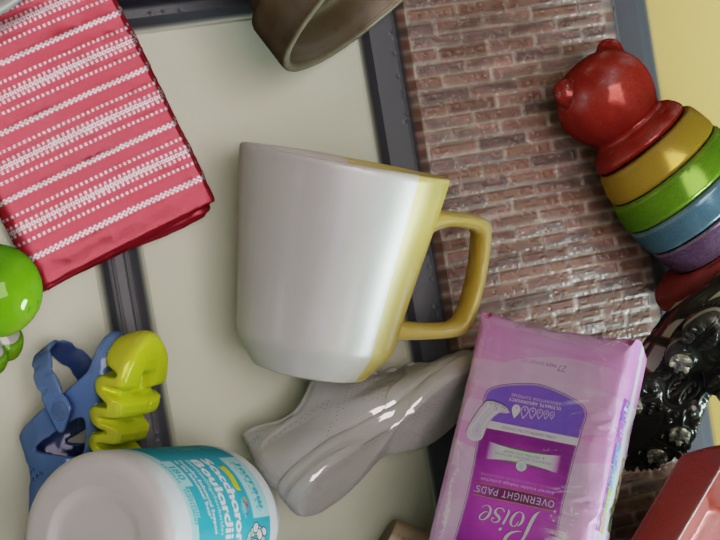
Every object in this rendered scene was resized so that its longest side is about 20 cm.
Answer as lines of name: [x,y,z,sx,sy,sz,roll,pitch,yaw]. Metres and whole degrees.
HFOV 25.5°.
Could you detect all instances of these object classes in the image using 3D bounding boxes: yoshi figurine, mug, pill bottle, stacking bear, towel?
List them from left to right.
yoshi figurine: [-0.280,-0.023,1.049,0.112,0.112,0.200,-42,104,-14]
towel: [-0.206,-0.101,1.122,0.144,0.022,0.201,-27,96,-15]
pill bottle: [-0.125,0.172,1.055,0.110,0.200,0.111,-2,86,21]
mug: [-0.006,0.000,1.123,0.186,0.149,0.154,11,95,6]
stacking bear: [0.229,-0.083,1.227,0.121,0.114,0.200,-43,98,-14]

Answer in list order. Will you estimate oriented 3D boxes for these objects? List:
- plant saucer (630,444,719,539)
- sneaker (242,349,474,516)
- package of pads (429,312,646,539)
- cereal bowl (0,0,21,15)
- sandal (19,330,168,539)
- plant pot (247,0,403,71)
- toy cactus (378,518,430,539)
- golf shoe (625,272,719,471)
plant saucer: [0.225,0.233,1.201,0.037,0.200,0.200,29,78,24]
sneaker: [0.005,0.096,1.172,0.200,0.075,0.088,-27,54,-31]
package of pads: [0.124,0.136,1.131,0.120,0.076,0.201,9,77,23]
cereal bowl: [-0.294,-0.253,1.060,0.199,0.083,0.201,0,90,-18]
sandal: [-0.200,0.128,1.104,0.087,0.079,0.201,18,92,19]
plant pot: [-0.032,-0.270,1.107,0.200,0.200,0.174,-39,86,-15]
toy cactus: [0.086,0.246,1.190,0.165,0.102,0.200,32,88,-6]
golf shoe: [0.237,0.080,1.206,0.077,0.200,0.088,33,41,-8]
